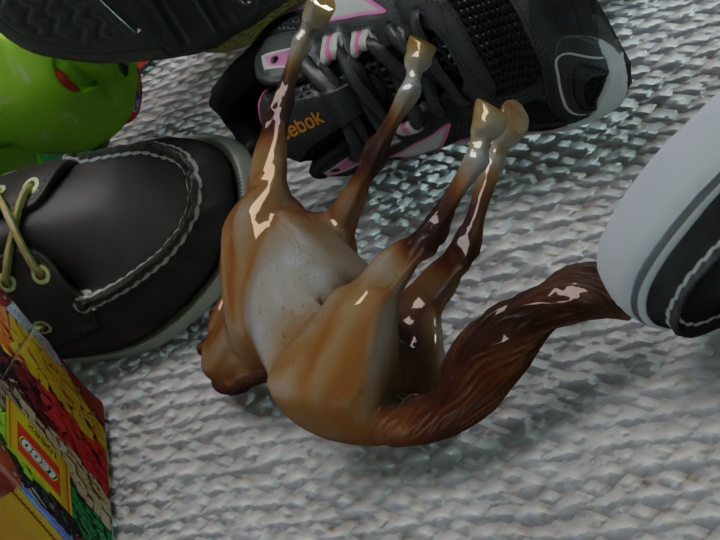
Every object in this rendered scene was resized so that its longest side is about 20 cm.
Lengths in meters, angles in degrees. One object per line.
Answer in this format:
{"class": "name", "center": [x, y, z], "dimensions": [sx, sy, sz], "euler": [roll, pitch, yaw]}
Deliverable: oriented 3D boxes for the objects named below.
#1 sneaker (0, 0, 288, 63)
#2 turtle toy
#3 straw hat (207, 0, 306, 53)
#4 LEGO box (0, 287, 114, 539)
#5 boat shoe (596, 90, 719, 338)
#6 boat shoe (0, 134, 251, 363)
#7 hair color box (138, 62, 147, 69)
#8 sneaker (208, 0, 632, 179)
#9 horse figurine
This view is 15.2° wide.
{"class": "sneaker", "center": [-0.039, -0.129, 0.935], "dimensions": [0.199, 0.076, 0.114], "euler": [-28, 10, -6]}
{"class": "turtle toy", "center": [-0.143, -0.079, 1.063], "dimensions": [0.101, 0.146, 0.200], "euler": [-49, 22, -1]}
{"class": "straw hat", "center": [-0.055, -0.136, 1.073], "dimensions": [0.201, 0.201, 0.085], "euler": [-26, 55, 28]}
{"class": "LEGO box", "center": [-0.181, 0.102, 0.866], "dimensions": [0.200, 0.077, 0.149], "euler": [-35, 22, 8]}
{"class": "boat shoe", "center": [0.147, -0.040, 0.657], "dimensions": [0.200, 0.069, 0.057], "euler": [-37, 59, 16]}
{"class": "boat shoe", "center": [-0.118, -0.001, 0.962], "dimensions": [0.201, 0.061, 0.072], "euler": [-24, 65, 43]}
{"class": "hair color box", "center": [-0.150, -0.107, 1.258], "dimensions": [0.200, 0.061, 0.102], "euler": [-41, 22, -4]}
{"class": "sneaker", "center": [0.013, -0.061, 0.878], "dimensions": [0.086, 0.080, 0.200], "euler": [-31, 6, -21]}
{"class": "horse figurine", "center": [0.000, 0.000, 0.788], "dimensions": [0.200, 0.050, 0.133], "euler": [39, 109, 58]}
